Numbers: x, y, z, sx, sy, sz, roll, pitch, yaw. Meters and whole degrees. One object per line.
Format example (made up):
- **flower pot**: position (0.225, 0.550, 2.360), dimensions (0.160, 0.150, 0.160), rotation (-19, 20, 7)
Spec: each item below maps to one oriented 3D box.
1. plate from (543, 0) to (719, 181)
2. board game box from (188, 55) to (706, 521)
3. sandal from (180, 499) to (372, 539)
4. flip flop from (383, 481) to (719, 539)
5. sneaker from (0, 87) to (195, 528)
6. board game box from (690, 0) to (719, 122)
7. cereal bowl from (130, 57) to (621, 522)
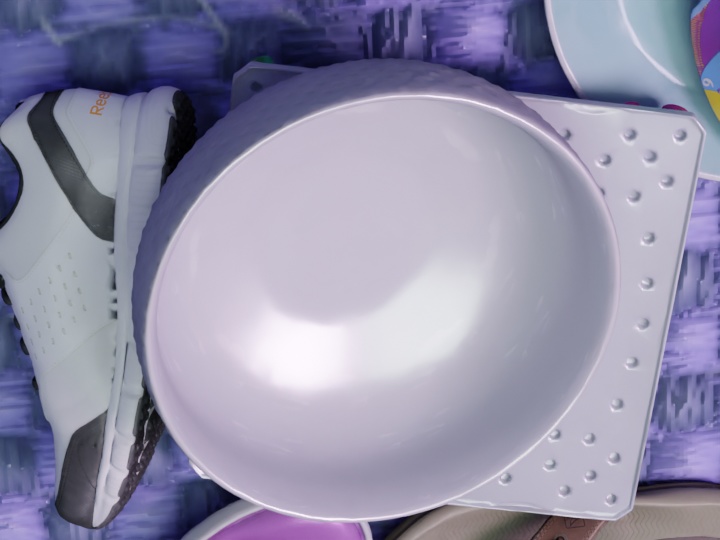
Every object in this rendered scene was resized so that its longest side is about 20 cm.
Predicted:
- **plate**: position (0.174, -0.133, 1.255), dimensions (0.200, 0.026, 0.200), rotation (-3, 115, -6)
- **board game box**: position (0.034, 0.009, 1.288), dimensions (0.200, 0.026, 0.200), rotation (6, 117, -3)
- **sandal**: position (-0.076, 0.170, 1.339), dimensions (0.203, 0.050, 0.082), rotation (-34, 123, 18)
- **flip flop**: position (0.095, 0.142, 1.352), dimensions (0.200, 0.058, 0.081), rotation (-5, 115, -5)
- **sneaker**: position (-0.118, 0.013, 1.264), dimensions (0.080, 0.074, 0.200), rotation (8, 109, 5)
- **board game box**: position (0.222, -0.082, 1.197), dimensions (0.158, 0.039, 0.200), rotation (39, 130, -4)
- **cereal bowl**: position (0.000, 0.000, 1.210), dimensions (0.200, 0.083, 0.200), rotation (-8, 119, -14)
